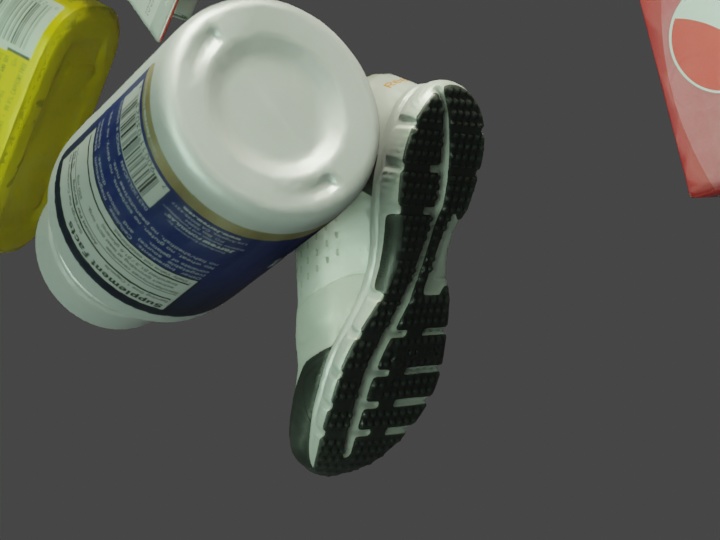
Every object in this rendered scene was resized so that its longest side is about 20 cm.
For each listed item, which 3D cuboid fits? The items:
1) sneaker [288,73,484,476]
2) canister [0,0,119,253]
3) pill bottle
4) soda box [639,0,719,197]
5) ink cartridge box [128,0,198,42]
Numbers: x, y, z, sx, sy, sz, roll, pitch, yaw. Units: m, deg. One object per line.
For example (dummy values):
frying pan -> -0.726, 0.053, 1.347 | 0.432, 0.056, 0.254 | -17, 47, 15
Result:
sneaker -> 0.000, 0.000, 1.312 | 0.080, 0.074, 0.201 | 20, 97, 39
canister -> -0.237, -0.113, 1.395 | 0.199, 0.086, 0.149 | 28, 104, 19
pill bottle -> -0.081, -0.041, 1.278 | 0.200, 0.111, 0.111 | -35, 76, 57
soda box -> 0.163, -0.137, 1.224 | 0.070, 0.063, 0.201 | -16, 87, 24
ink cartridge box -> -0.060, -0.214, 1.274 | 0.201, 0.043, 0.174 | -66, 25, 13
